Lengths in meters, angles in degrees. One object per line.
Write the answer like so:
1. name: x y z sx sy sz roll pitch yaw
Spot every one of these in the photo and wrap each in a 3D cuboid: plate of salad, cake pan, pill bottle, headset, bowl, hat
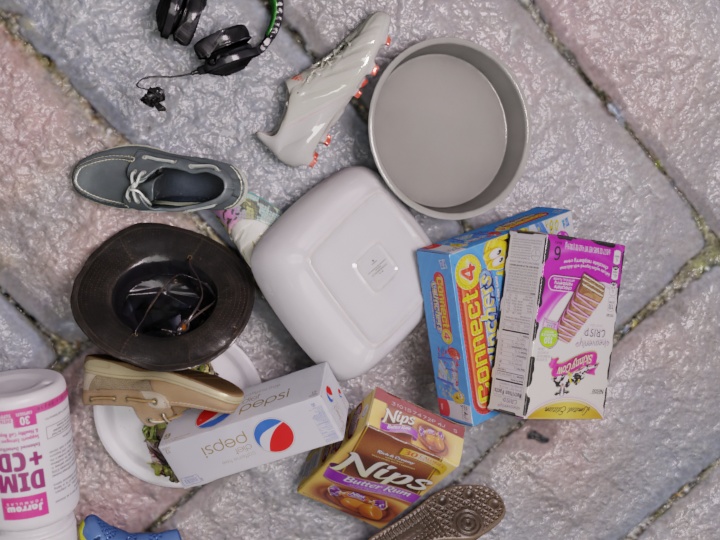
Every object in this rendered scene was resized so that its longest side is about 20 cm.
1. plate of salad: -0.210 0.162 1.335 0.199 0.048 0.201 -2 103 -8
2. cake pan: 0.095 -0.156 1.281 0.199 0.037 0.202 0 91 -21
3. pill bottle: -0.377 0.221 1.293 0.113 0.113 0.201 -6 103 -6
4. headset: -0.165 -0.254 1.223 0.123 0.094 0.200 40 84 -13
5. bowl: 0.000 0.000 1.270 0.200 0.075 0.200 -43 106 -24
6. hat: -0.217 0.043 1.285 0.199 0.202 0.081 2 147 -2

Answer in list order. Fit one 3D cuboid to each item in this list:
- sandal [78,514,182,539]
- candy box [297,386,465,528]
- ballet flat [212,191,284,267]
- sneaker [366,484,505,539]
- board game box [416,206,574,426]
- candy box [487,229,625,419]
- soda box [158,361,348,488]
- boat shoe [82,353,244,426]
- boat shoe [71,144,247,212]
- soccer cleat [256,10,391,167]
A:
1. sandal: -0.241 0.338 1.361 0.200 0.079 0.087 36 93 -21
2. candy box: 0.020 0.218 1.313 0.116 0.057 0.200 25 139 -11
3. ballet flat: -0.088 -0.018 1.294 0.200 0.071 0.069 36 134 -15
4. sneaker: 0.081 0.323 1.406 0.199 0.076 0.071 -19 62 -19
5. board game box: 0.166 0.048 1.306 0.195 0.056 0.201 -20 107 -35
6. candy box: 0.218 0.062 1.274 0.136 0.061 0.201 5 93 -39
7. soda box: -0.116 0.170 1.261 0.199 0.068 0.064 -19 115 15
8. boat shoe: -0.218 0.138 1.266 0.199 0.071 0.065 9 89 26
9. boat shoe: -0.225 -0.098 1.250 0.199 0.062 0.073 6 96 8
10. soccer cleat: -0.038 -0.206 1.266 0.077 0.069 0.200 32 100 -10
